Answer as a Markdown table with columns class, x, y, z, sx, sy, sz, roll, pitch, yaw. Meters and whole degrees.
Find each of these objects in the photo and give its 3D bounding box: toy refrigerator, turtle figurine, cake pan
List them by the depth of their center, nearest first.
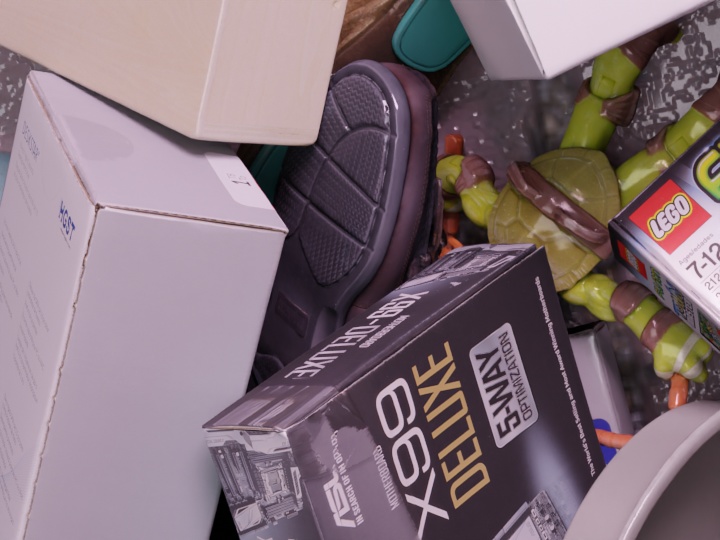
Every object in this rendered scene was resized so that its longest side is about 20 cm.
| class | x | y | z | sx | sy | sz | roll | pitch | yaw |
| --- | --- | --- | --- | --- | --- | --- | --- | --- | --- |
| cake pan | 0.133 | 0.141 | 0.990 | 0.037 | 0.200 | 0.202 | 16 | 105 | 40 |
| turtle figurine | 0.084 | -0.034 | 1.022 | 0.200 | 0.064 | 0.162 | 41 | 97 | 34 |
| toy refrigerator | -0.092 | -0.116 | 1.024 | 0.199 | 0.070 | 0.076 | 26 | 108 | 45 |

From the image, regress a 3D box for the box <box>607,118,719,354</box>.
| class | x | y | z | sx | sy | sz | roll | pitch | yaw |
| --- | --- | --- | --- | --- | --- | --- | --- | --- | --- |
| box | 0.203 | -0.043 | 0.949 | 0.200 | 0.035 | 0.110 | -43 | 65 | -9 |

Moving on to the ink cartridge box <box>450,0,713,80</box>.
| class | x | y | z | sx | sy | sz | roll | pitch | yaw |
| --- | --- | --- | --- | --- | --- | --- | --- | --- | --- |
| ink cartridge box | 0.128 | -0.149 | 0.924 | 0.199 | 0.146 | 0.086 | -27 | 96 | -2 |

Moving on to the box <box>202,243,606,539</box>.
| class | x | y | z | sx | sy | sz | roll | pitch | yaw |
| --- | --- | --- | --- | --- | --- | --- | --- | --- | --- |
| box | 0.034 | 0.112 | 0.967 | 0.050 | 0.157 | 0.201 | 0 | 114 | 44 |

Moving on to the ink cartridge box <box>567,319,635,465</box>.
| class | x | y | z | sx | sy | sz | roll | pitch | yaw |
| --- | --- | --- | --- | --- | --- | --- | --- | --- | --- |
| ink cartridge box | 0.084 | 0.129 | 1.076 | 0.094 | 0.037 | 0.201 | -13 | 93 | 18 |

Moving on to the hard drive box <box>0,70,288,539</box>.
| class | x | y | z | sx | sy | sz | roll | pitch | yaw |
| --- | --- | --- | --- | --- | --- | --- | --- | --- | --- |
| hard drive box | -0.105 | 0.043 | 0.986 | 0.076 | 0.156 | 0.201 | 7 | 111 | -20 |

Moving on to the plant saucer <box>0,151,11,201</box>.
| class | x | y | z | sx | sy | sz | roll | pitch | yaw |
| --- | --- | --- | --- | --- | --- | --- | --- | --- | --- |
| plant saucer | -0.180 | 0.045 | 1.146 | 0.199 | 0.027 | 0.202 | 3 | 101 | 16 |

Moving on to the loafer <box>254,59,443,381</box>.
| class | x | y | z | sx | sy | sz | roll | pitch | yaw |
| --- | --- | --- | --- | --- | --- | --- | --- | --- | --- |
| loafer | 0.000 | 0.000 | 1.025 | 0.072 | 0.063 | 0.201 | 46 | 132 | 39 |

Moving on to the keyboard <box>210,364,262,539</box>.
| class | x | y | z | sx | sy | sz | roll | pitch | yaw |
| --- | --- | --- | --- | --- | --- | --- | --- | --- | --- |
| keyboard | -0.058 | 0.070 | 1.050 | 0.104 | 0.039 | 0.201 | -54 | 45 | 36 |

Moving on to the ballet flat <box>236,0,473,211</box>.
| class | x | y | z | sx | sy | sz | roll | pitch | yaw |
| --- | --- | --- | --- | --- | --- | --- | --- | --- | --- |
| ballet flat | 0.002 | -0.094 | 1.047 | 0.068 | 0.072 | 0.200 | 27 | 107 | -37 |
